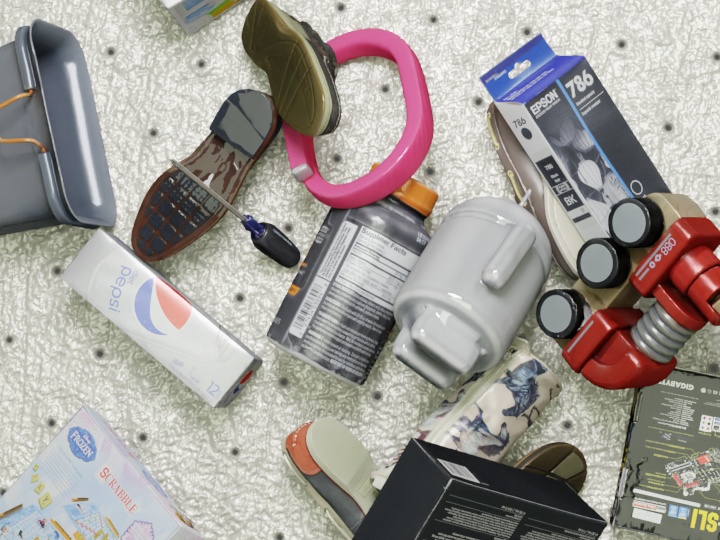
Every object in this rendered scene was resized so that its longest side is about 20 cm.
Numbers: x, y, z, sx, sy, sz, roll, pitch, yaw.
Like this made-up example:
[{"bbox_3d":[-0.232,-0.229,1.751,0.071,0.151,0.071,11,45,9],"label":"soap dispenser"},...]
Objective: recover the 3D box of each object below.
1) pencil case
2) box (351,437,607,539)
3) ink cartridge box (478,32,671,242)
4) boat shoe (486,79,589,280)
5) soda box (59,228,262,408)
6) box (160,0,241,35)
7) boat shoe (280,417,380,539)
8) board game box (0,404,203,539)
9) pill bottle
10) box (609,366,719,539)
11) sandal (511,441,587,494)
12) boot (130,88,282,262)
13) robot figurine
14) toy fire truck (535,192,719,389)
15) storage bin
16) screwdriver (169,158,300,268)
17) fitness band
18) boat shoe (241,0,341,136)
[{"bbox_3d":[0.096,0.151,1.665,0.200,0.090,0.078,-45,39,-15],"label":"pencil case"},{"bbox_3d":[0.101,0.245,1.600,0.200,0.079,0.141,20,103,-37],"label":"box"},{"bbox_3d":[0.203,-0.125,1.678,0.099,0.039,0.200,-39,97,-32],"label":"ink cartridge box"},{"bbox_3d":[0.178,-0.080,1.709,0.072,0.059,0.201,-20,87,-37],"label":"boat shoe"},{"bbox_3d":[-0.191,0.047,1.729,0.200,0.068,0.063,40,90,7],"label":"soda box"},{"bbox_3d":[-0.120,-0.333,1.728,0.200,0.112,0.102,-33,82,2],"label":"box"},{"bbox_3d":[0.002,0.226,1.698,0.200,0.063,0.071,51,48,-9],"label":"boat shoe"},{"bbox_3d":[-0.270,0.261,1.681,0.200,0.041,0.200,-48,49,1],"label":"board game box"},{"bbox_3d":[0.000,0.000,1.696,0.106,0.106,0.201,27,88,7],"label":"pill bottle"},{"bbox_3d":[0.347,0.181,1.679,0.199,0.049,0.160,11,89,6],"label":"box"},{"bbox_3d":[0.126,0.228,1.690,0.200,0.055,0.082,-42,127,-4],"label":"sandal"},{"bbox_3d":[-0.140,-0.089,1.732,0.075,0.097,0.200,43,102,7],"label":"boot"},{"bbox_3d":[0.105,0.013,1.647,0.113,0.170,0.200,38,59,-9],"label":"robot figurine"},{"bbox_3d":[0.289,0.052,1.609,0.200,0.128,0.176,52,121,28],"label":"toy fire truck"},{"bbox_3d":[-0.337,-0.124,1.727,0.134,0.146,0.201,-15,84,14],"label":"storage bin"},{"bbox_3d":[-0.117,-0.059,1.681,0.028,0.200,0.029,1,59,37],"label":"screwdriver"},{"bbox_3d":[-0.003,-0.148,1.695,0.143,0.037,0.200,-24,49,16],"label":"fitness band"},{"bbox_3d":[-0.052,-0.192,1.687,0.066,0.201,0.072,8,121,-31],"label":"boat shoe"}]
